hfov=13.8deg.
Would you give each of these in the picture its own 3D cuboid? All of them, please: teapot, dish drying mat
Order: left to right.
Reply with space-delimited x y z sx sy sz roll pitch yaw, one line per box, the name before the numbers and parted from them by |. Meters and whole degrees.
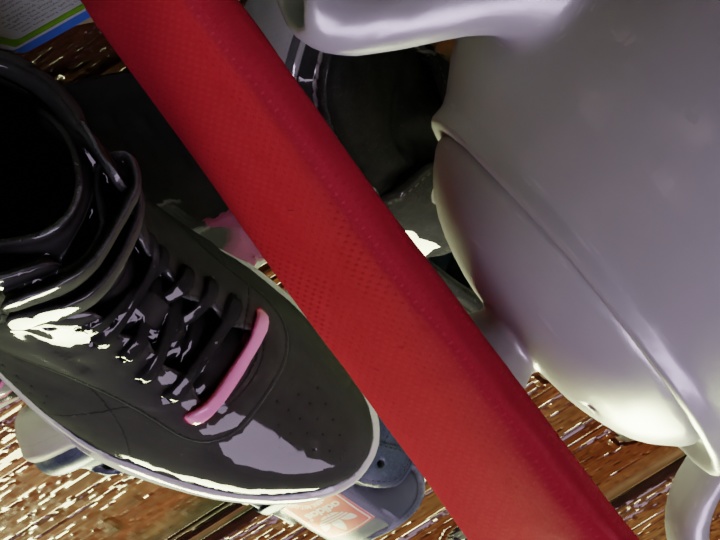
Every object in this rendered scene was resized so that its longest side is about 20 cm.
dish drying mat | 0.000 0.000 0.764 0.018 0.200 0.077 -39 -171 -19
teapot | 0.089 -0.015 0.785 0.146 0.200 0.197 -40 167 -2

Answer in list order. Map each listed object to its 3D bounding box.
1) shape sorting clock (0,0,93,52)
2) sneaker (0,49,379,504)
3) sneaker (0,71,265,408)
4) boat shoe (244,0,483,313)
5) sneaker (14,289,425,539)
shape sorting clock | -0.078 -0.107 0.742 0.200 0.039 0.200 -14 165 -4
sneaker | -0.068 0.007 0.803 0.200 0.099 0.071 36 80 -18
sneaker | -0.115 0.005 0.897 0.200 0.080 0.086 -25 176 -10
boat shoe | 0.018 -0.030 0.866 0.200 0.066 0.070 60 49 -63
sneaker | -0.026 0.052 0.944 0.075 0.085 0.200 -23 176 36
